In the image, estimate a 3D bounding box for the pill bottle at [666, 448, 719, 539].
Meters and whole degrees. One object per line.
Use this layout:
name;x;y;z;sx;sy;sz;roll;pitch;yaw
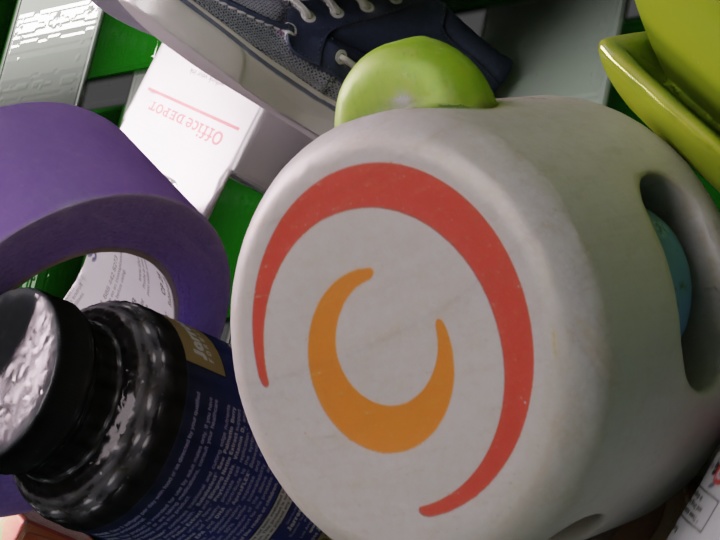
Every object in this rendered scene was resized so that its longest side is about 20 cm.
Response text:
pill bottle;0.149;0.163;0.972;0.113;0.113;0.200;35;96;50

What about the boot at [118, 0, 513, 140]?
boot;-0.021;-0.117;1.245;0.091;0.200;0.073;-59;29;-1

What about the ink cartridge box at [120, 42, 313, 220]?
ink cartridge box;-0.052;-0.107;1.370;0.116;0.067;0.201;27;89;50

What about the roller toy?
roller toy;0.053;0.025;1.003;0.182;0.140;0.201;39;119;29

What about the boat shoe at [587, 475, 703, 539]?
boat shoe;0.068;0.126;1.111;0.200;0.072;0.076;-27;51;35

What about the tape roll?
tape roll;-0.170;0.021;1.262;0.085;0.200;0.200;44;103;36

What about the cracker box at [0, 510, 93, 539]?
cracker box;-0.224;0.173;1.385;0.134;0.058;0.200;-62;30;1

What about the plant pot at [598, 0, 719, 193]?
plant pot;0.214;-0.113;0.974;0.199;0.199;0.182;48;139;48

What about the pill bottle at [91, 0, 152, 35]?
pill bottle;-0.068;-0.225;1.314;0.111;0.111;0.201;2;68;47

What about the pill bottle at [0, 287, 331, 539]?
pill bottle;-0.097;0.081;1.212;0.112;0.200;0.112;-23;55;37

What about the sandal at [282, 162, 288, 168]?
sandal;0.000;0.001;1.243;0.201;0.057;0.080;30;128;55
